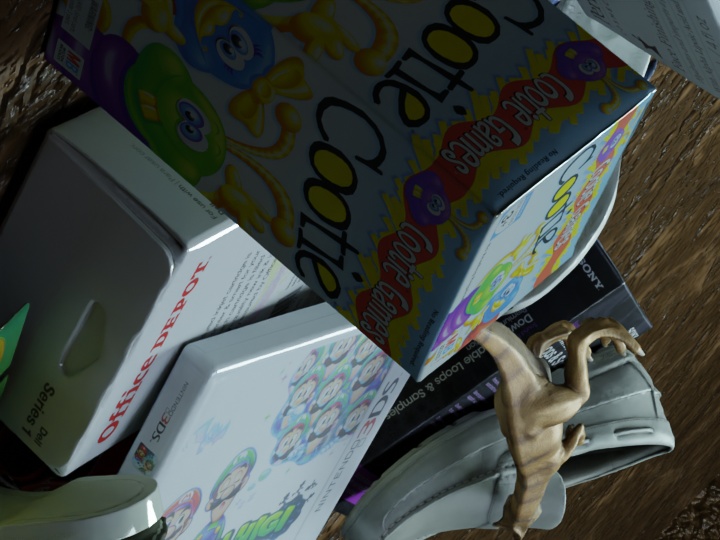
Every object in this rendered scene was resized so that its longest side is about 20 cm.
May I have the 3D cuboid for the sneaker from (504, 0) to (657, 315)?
[{"bbox_3d":[0.088,-0.051,1.447,0.200,0.080,0.146,-65,-176,-17],"label":"sneaker"}]

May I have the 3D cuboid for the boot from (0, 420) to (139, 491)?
[{"bbox_3d":[-0.156,0.118,1.346,0.200,0.072,0.144,-64,161,18],"label":"boot"}]

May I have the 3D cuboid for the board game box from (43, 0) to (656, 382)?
[{"bbox_3d":[-0.008,-0.075,1.037,0.103,0.200,0.105,-38,161,-38],"label":"board game box"}]

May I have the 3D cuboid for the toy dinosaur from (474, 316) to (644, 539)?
[{"bbox_3d":[0.084,0.059,1.334,0.106,0.060,0.200,-48,142,-27],"label":"toy dinosaur"}]

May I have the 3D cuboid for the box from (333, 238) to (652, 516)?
[{"bbox_3d":[0.062,0.063,1.469,0.200,0.036,0.143,-36,165,4],"label":"box"}]

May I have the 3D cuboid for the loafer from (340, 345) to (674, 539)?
[{"bbox_3d":[0.081,0.107,1.442,0.200,0.070,0.070,-26,162,-24],"label":"loafer"}]

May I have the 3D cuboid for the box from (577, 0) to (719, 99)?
[{"bbox_3d":[0.185,-0.213,1.281,0.200,0.131,0.199,-48,144,-7],"label":"box"}]

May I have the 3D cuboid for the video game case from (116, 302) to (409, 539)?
[{"bbox_3d":[-0.053,0.092,1.277,0.200,0.024,0.182,-16,141,-55],"label":"video game case"}]

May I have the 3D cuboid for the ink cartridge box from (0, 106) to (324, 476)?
[{"bbox_3d":[-0.075,-0.016,1.210,0.200,0.084,0.145,-31,158,-51],"label":"ink cartridge box"}]

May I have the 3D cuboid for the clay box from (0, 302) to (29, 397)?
[{"bbox_3d":[-0.223,0.081,1.094,0.200,0.048,0.115,-38,162,-41],"label":"clay box"}]

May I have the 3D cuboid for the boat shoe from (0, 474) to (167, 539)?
[{"bbox_3d":[-0.157,0.127,1.168,0.201,0.060,0.072,-7,-165,41],"label":"boat shoe"}]

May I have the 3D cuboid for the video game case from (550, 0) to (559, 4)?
[{"bbox_3d":[0.028,-0.098,1.436,0.200,0.023,0.182,-51,165,0],"label":"video game case"}]
